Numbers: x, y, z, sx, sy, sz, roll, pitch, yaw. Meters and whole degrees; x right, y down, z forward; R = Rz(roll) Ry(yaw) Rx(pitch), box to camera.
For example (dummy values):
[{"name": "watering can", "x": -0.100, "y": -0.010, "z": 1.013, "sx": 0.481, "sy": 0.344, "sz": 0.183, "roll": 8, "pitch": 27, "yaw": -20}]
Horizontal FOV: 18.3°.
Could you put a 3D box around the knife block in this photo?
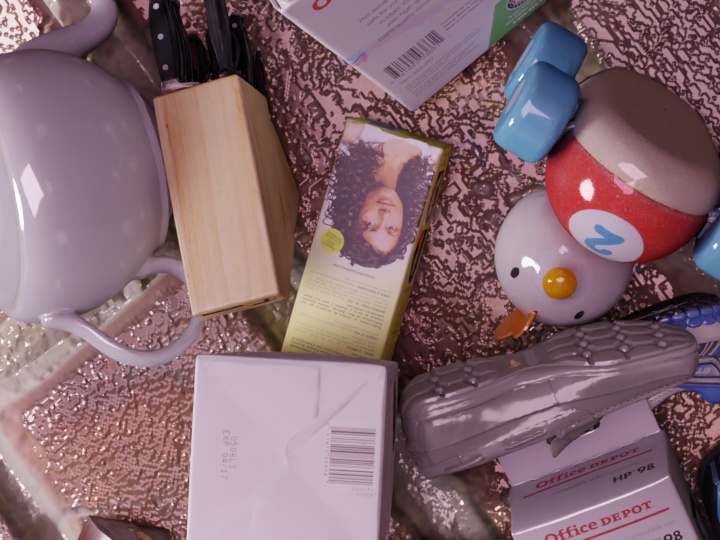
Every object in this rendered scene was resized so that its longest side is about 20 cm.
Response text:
[{"name": "knife block", "x": -0.100, "y": -0.090, "z": 1.500, "sx": 0.063, "sy": 0.201, "sz": 0.177, "roll": -15, "pitch": 122, "yaw": 12}]

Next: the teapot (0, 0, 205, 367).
[{"name": "teapot", "x": -0.188, "y": -0.061, "z": 1.530, "sx": 0.145, "sy": 0.197, "sz": 0.202, "roll": -12, "pitch": 121, "yaw": -22}]

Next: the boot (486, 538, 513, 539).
[{"name": "boot", "x": 0.014, "y": 0.201, "z": 1.550, "sx": 0.198, "sy": 0.073, "sz": 0.184, "roll": -4, "pitch": 108, "yaw": 18}]

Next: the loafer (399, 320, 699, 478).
[{"name": "loafer", "x": 0.125, "y": 0.084, "z": 1.449, "sx": 0.198, "sy": 0.070, "sz": 0.070, "roll": -14, "pitch": 113, "yaw": 4}]

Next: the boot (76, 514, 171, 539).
[{"name": "boot", "x": -0.163, "y": 0.296, "z": 1.603, "sx": 0.186, "sy": 0.064, "sz": 0.201, "roll": 34, "pitch": 96, "yaw": 5}]

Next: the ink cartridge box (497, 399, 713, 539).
[{"name": "ink cartridge box", "x": 0.173, "y": 0.188, "z": 1.486, "sx": 0.115, "sy": 0.067, "sz": 0.201, "roll": -22, "pitch": 111, "yaw": 13}]

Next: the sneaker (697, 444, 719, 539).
[{"name": "sneaker", "x": 0.283, "y": 0.213, "z": 1.491, "sx": 0.073, "sy": 0.082, "sz": 0.201, "roll": -32, "pitch": 89, "yaw": 10}]

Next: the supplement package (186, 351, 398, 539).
[{"name": "supplement package", "x": -0.039, "y": 0.114, "z": 1.427, "sx": 0.118, "sy": 0.200, "sz": 0.123, "roll": 3, "pitch": 89, "yaw": 3}]

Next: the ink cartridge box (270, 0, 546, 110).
[{"name": "ink cartridge box", "x": 0.027, "y": -0.206, "z": 1.440, "sx": 0.145, "sy": 0.200, "sz": 0.088, "roll": -38, "pitch": 64, "yaw": 13}]

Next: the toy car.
[{"name": "toy car", "x": 0.146, "y": -0.022, "z": 1.465, "sx": 0.183, "sy": 0.177, "sz": 0.201, "roll": 30, "pitch": 113, "yaw": -4}]

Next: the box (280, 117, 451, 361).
[{"name": "box", "x": 0.000, "y": 0.000, "z": 1.546, "sx": 0.075, "sy": 0.050, "sz": 0.202, "roll": 16, "pitch": 98, "yaw": 9}]

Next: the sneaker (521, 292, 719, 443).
[{"name": "sneaker", "x": 0.160, "y": 0.086, "z": 1.510, "sx": 0.198, "sy": 0.077, "sz": 0.086, "roll": -19, "pitch": 95, "yaw": 13}]
